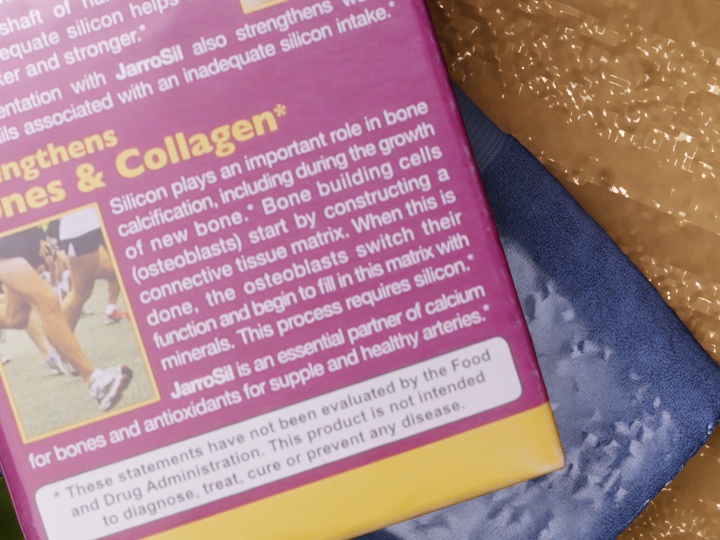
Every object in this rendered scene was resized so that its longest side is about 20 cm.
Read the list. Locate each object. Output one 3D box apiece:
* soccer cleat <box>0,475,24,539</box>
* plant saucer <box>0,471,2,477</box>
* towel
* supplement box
[{"bbox_3d":[-0.107,0.138,0.870,0.084,0.065,0.201,29,87,-28],"label":"soccer cleat"},{"bbox_3d":[-0.134,0.158,0.901,0.070,0.019,0.200,31,93,1],"label":"plant saucer"},{"bbox_3d":[0.000,0.000,0.819,0.112,0.049,0.200,-44,96,5],"label":"towel"},{"bbox_3d":[-0.043,-0.031,0.737,0.130,0.103,0.201,-17,96,-1],"label":"supplement box"}]
